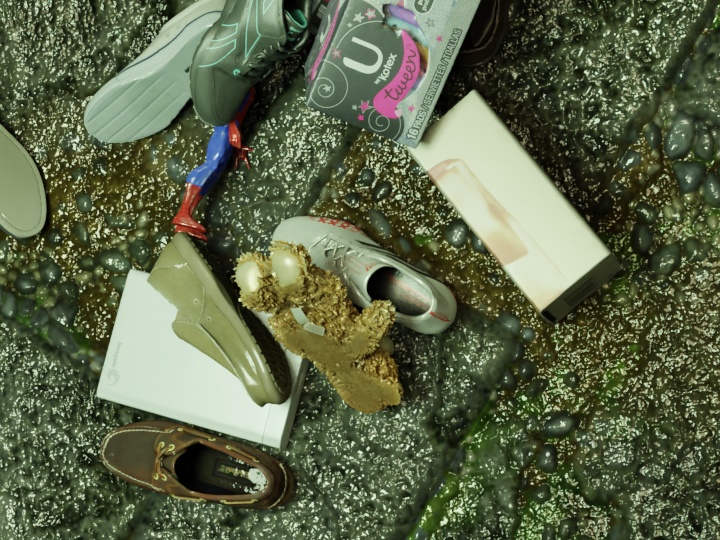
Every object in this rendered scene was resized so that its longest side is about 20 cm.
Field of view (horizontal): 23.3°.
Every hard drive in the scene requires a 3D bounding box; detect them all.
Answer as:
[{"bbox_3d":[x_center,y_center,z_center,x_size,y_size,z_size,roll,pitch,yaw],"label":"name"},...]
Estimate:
[{"bbox_3d":[-0.151,0.085,1.712,0.199,0.027,0.132,14,87,17],"label":"hard drive"}]

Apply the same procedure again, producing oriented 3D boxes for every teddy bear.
[{"bbox_3d":[-0.031,0.044,1.615,0.200,0.067,0.145,36,138,-9],"label":"teddy bear"}]

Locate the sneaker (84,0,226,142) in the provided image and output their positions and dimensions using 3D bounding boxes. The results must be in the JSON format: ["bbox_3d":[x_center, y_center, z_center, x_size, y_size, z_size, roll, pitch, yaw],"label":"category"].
[{"bbox_3d":[-0.193,-0.200,1.745,0.200,0.073,0.071,-32,34,22],"label":"sneaker"}]

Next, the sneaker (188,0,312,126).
[{"bbox_3d":[-0.097,-0.216,1.618,0.079,0.075,0.200,35,117,24],"label":"sneaker"}]

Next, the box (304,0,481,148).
[{"bbox_3d":[0.034,-0.235,1.579,0.114,0.132,0.201,20,109,-10],"label":"box"}]

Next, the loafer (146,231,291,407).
[{"bbox_3d":[-0.135,0.056,1.663,0.067,0.076,0.200,-38,66,9],"label":"loafer"}]

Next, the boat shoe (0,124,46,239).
[{"bbox_3d":[-0.390,-0.110,1.799,0.200,0.073,0.063,56,142,10],"label":"boat shoe"}]

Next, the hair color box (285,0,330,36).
[{"bbox_3d":[0.001,-0.320,1.679,0.061,0.099,0.200,31,92,28],"label":"hair color box"}]

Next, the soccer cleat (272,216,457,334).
[{"bbox_3d":[0.000,0.000,1.649,0.200,0.085,0.069,29,91,17],"label":"soccer cleat"}]

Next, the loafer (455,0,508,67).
[{"bbox_3d":[0.099,-0.295,1.665,0.073,0.071,0.201,-2,85,15],"label":"loafer"}]

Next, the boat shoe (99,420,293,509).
[{"bbox_3d":[-0.164,0.185,1.681,0.199,0.070,0.071,7,86,18],"label":"boat shoe"}]

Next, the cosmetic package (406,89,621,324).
[{"bbox_3d":[0.142,-0.057,1.609,0.087,0.103,0.200,-39,73,7],"label":"cosmetic package"}]

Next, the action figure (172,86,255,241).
[{"bbox_3d":[-0.132,-0.129,1.711,0.051,0.065,0.201,14,78,6],"label":"action figure"}]
